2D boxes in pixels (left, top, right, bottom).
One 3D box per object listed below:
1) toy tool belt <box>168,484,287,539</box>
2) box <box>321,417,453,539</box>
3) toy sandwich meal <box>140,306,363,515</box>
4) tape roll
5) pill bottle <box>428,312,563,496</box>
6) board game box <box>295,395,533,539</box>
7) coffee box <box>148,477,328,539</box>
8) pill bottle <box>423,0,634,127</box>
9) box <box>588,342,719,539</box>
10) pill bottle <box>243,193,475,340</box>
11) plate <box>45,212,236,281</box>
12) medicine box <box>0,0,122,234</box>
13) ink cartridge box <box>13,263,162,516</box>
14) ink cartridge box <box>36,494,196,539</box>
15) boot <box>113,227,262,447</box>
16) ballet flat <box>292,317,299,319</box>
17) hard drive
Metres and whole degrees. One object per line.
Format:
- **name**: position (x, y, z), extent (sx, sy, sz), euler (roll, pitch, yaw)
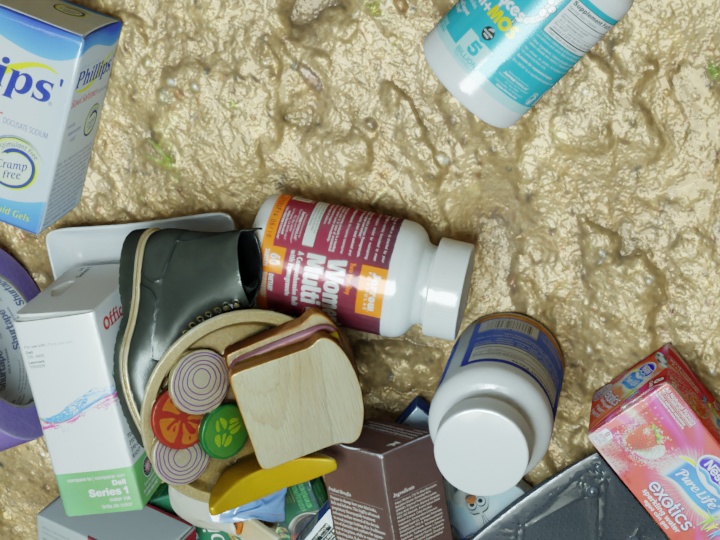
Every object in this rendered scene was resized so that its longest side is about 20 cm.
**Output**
- **toy tool belt**: position (-0.110, 0.163, 1.408), extent (0.123, 0.124, 0.202), euler (14, 107, 52)
- **box**: position (0.030, 0.246, 1.379), extent (0.100, 0.075, 0.201), euler (7, 112, 53)
- **toy sandwich meal**: position (-0.091, 0.126, 1.296), extent (0.204, 0.070, 0.207), euler (-7, 111, -20)
- **tape roll**: position (-0.376, 0.079, 1.435), extent (0.084, 0.200, 0.201), euler (-19, 104, 18)
- **pill bottle**: position (0.122, 0.122, 1.339), extent (0.111, 0.200, 0.113), euler (4, 110, 11)
- **board game box**: position (0.069, 0.261, 1.462), extent (0.199, 0.043, 0.200), euler (39, 101, -6)
- **coffee box**: position (-0.125, 0.262, 1.527), extent (0.199, 0.044, 0.124), euler (-16, 105, 17)
- **pill bottle**: position (0.155, -0.225, 1.259), extent (0.111, 0.111, 0.200), euler (43, 112, -5)
- **box**: position (0.308, 0.182, 1.374), extent (0.095, 0.100, 0.200), euler (-37, 97, 21)
- **pill bottle**: position (0.000, 0.000, 1.372), extent (0.199, 0.110, 0.110), euler (12, 111, 8)
- **plate**: position (-0.198, 0.042, 1.473), extent (0.198, 0.032, 0.201), euler (-5, 108, 15)
- **medicine box**: position (-0.343, -0.165, 1.394), extent (0.181, 0.103, 0.201), euler (20, 113, 5)
- **ink cartridge box**: position (-0.242, 0.109, 1.411), extent (0.083, 0.145, 0.201), euler (-7, 107, 14)
- **ink cartridge box**: position (-0.249, 0.334, 1.525), extent (0.145, 0.083, 0.201), euler (19, 122, 24)
- **boot**: position (-0.147, 0.058, 1.329), extent (0.138, 0.077, 0.202), euler (-4, 91, 31)
- **ballet flat**: position (-0.050, 0.105, 1.424), extent (0.069, 0.070, 0.200), euler (-4, 142, 14)
- **hard drive**: position (0.181, 0.272, 1.417), extent (0.200, 0.042, 0.135), euler (-39, 100, 9)
